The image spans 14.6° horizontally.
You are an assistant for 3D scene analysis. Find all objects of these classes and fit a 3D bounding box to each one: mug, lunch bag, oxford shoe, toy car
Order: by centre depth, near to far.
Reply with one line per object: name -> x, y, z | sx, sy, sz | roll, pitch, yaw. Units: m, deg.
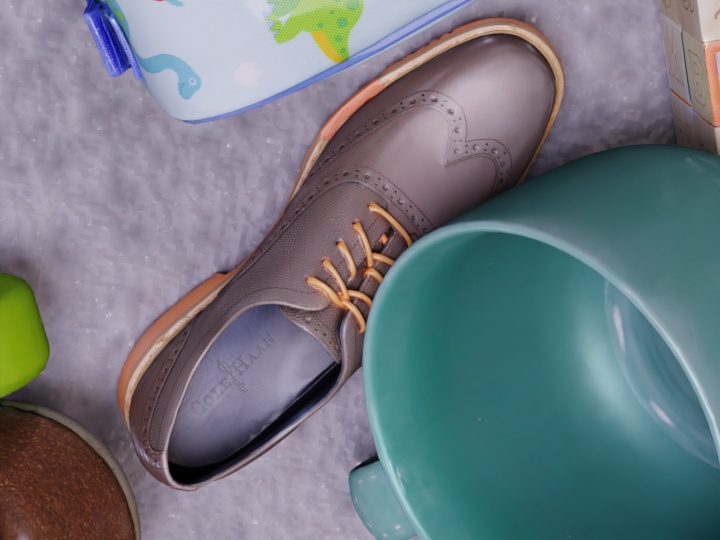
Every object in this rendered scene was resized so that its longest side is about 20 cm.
lunch bag -> -0.014, -0.119, 0.848 | 0.161, 0.200, 0.083 | -27, 108, 0
toy car -> -0.166, 0.116, 0.878 | 0.158, 0.200, 0.165 | -11, 107, 17
mug -> 0.082, 0.032, 0.926 | 0.114, 0.185, 0.152 | -26, 122, -40
oxford shoe -> 0.000, 0.000, 0.953 | 0.071, 0.073, 0.200 | 39, 96, -17

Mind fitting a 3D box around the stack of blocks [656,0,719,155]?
stack of blocks -> 0.175, -0.028, 0.982 | 0.115, 0.059, 0.200 | -11, 108, -6
